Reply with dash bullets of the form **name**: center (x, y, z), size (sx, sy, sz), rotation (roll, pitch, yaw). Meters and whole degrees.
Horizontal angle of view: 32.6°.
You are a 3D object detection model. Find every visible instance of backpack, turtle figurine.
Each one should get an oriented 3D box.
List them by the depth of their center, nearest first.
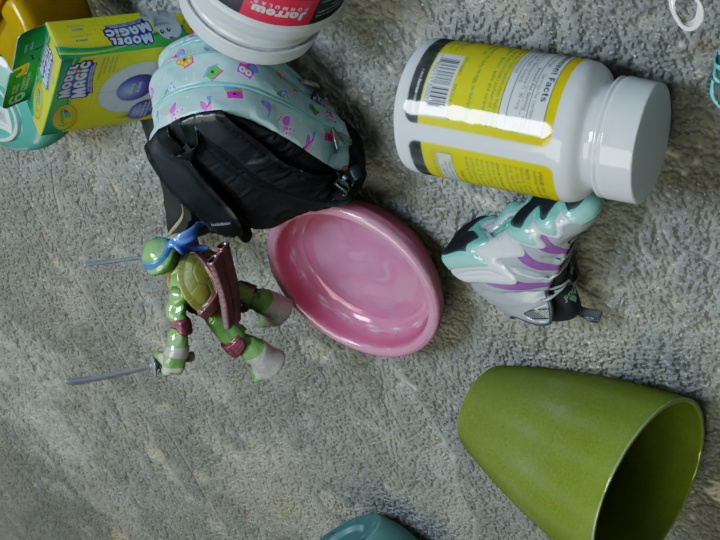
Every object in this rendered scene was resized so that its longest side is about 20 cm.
- **backpack**: center (-0.108, -0.124, 1.118), size (0.167, 0.127, 0.200), rotation (-23, 147, 26)
- **turtle figurine**: center (-0.177, 0.040, 1.259), size (0.194, 0.144, 0.200), rotation (33, 106, -35)

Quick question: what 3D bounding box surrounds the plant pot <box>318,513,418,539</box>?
- **plant pot**: center (0.014, 0.411, 1.572), size (0.200, 0.200, 0.161), rotation (-23, 100, 48)

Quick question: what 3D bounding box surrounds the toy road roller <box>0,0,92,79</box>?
- **toy road roller**: center (-0.304, -0.269, 1.127), size (0.146, 0.123, 0.200), rotation (49, 132, 3)

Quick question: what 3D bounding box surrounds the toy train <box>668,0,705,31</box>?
- **toy train**: center (0.204, -0.252, 0.791), size (0.150, 0.055, 0.200), rotation (60, 153, 26)

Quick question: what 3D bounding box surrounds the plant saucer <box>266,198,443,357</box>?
- **plant saucer**: center (0.000, 0.000, 1.265), size (0.200, 0.051, 0.201), rotation (21, 139, 19)

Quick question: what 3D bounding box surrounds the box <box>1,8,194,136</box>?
- **box**: center (-0.224, -0.184, 1.135), size (0.048, 0.199, 0.117), rotation (65, 148, 21)

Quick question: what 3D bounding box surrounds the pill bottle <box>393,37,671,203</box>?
- **pill bottle**: center (0.137, -0.118, 0.986), size (0.199, 0.114, 0.115), rotation (14, 137, 27)

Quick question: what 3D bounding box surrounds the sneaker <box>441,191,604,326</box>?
- **sneaker**: center (0.179, -0.004, 1.111), size (0.140, 0.078, 0.200), rotation (45, 151, -13)

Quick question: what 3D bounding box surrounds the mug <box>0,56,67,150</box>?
- **mug**: center (-0.347, -0.206, 1.268), size (0.152, 0.114, 0.185), rotation (47, 141, -13)

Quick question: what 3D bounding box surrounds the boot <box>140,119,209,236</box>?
- **boot**: center (-0.192, -0.113, 1.300), size (0.139, 0.077, 0.200), rotation (59, 155, 7)

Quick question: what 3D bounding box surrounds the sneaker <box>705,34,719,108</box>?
- **sneaker**: center (0.281, -0.149, 0.878), size (0.091, 0.078, 0.200), rotation (-6, 124, 46)

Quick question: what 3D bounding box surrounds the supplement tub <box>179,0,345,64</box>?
- **supplement tub**: center (-0.060, -0.271, 0.958), size (0.140, 0.140, 0.200), rotation (35, 142, 2)

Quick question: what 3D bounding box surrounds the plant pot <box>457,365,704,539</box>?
- **plant pot**: center (0.201, 0.172, 1.208), size (0.200, 0.187, 0.188), rotation (25, 143, 39)
